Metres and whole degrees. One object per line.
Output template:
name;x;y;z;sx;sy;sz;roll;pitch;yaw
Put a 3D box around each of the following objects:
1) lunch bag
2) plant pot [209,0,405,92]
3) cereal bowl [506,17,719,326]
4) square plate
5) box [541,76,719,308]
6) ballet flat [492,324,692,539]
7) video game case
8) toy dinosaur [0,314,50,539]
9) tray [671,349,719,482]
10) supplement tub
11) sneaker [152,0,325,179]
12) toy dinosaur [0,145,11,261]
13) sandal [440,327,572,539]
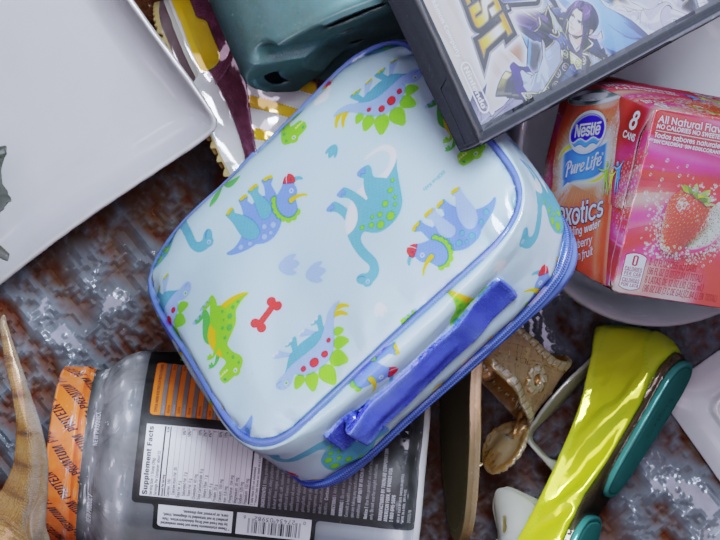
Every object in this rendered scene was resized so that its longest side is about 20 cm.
lunch bag;0.000;0.000;1.320;0.200;0.082;0.161;-44;51;8
plant pot;-0.019;-0.208;1.347;0.199;0.200;0.197;-19;81;0
cereal bowl;0.156;-0.076;1.409;0.199;0.083;0.202;-7;108;-22
square plate;-0.202;-0.109;1.426;0.198;0.028;0.201;-33;92;20
box;0.199;-0.033;1.339;0.199;0.100;0.096;8;102;-24
ballet flat;0.112;0.120;1.448;0.067;0.067;0.201;26;88;20
video game case;0.076;-0.184;1.282;0.180;0.025;0.201;-29;95;-32
toy dinosaur;-0.175;0.137;1.339;0.106;0.060;0.201;25;115;-3
tray;0.267;0.119;1.462;0.107;0.022;0.201;-36;92;0
supplement tub;-0.066;0.108;1.410;0.198;0.123;0.124;6;92;0
sneaker;-0.033;-0.076;1.429;0.090;0.075;0.201;-28;92;6
toy dinosaur;-0.263;-0.024;1.372;0.102;0.135;0.201;-39;47;35
sandal;0.081;0.041;1.432;0.069;0.078;0.214;-4;96;-10
